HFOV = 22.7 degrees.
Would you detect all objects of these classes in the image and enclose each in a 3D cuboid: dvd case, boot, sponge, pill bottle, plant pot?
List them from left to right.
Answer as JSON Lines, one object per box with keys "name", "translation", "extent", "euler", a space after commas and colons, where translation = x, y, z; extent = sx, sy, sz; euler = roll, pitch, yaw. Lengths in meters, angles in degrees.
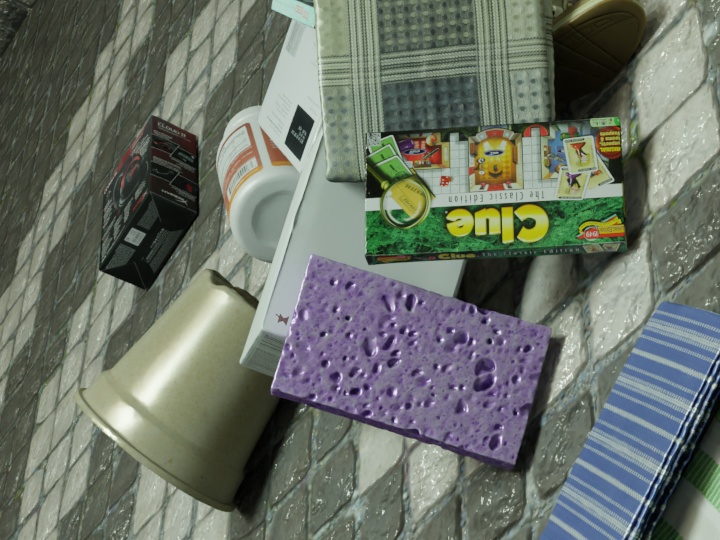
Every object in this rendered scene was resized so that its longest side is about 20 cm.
{"name": "plant pot", "translation": [-0.155, 0.108, 1.801], "extent": [0.184, 0.200, 0.200], "euler": [-54, 23, 1]}
{"name": "pill bottle", "translation": [-0.097, -0.100, 1.943], "extent": [0.113, 0.111, 0.201], "euler": [-58, 24, 20]}
{"name": "dvd case", "translation": [0.029, -0.222, 1.665], "extent": [0.146, 0.198, 0.022], "euler": [-140, 60, -67]}
{"name": "sponge", "translation": [0.038, 0.070, 1.378], "extent": [0.030, 0.198, 0.113], "euler": [89, -162, -75]}
{"name": "boot", "translation": [0.165, -0.209, 1.518], "extent": [0.200, 0.072, 0.156], "euler": [-44, 29, 43]}

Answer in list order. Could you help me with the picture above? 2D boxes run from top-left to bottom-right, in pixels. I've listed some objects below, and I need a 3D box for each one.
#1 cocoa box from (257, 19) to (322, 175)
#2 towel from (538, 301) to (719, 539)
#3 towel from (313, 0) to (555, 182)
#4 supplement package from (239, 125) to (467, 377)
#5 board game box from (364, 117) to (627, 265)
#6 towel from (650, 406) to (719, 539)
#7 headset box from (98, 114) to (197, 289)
{"name": "cocoa box", "translation": [-0.003, -0.160, 1.751], "extent": [0.135, 0.130, 0.200], "euler": [-69, 21, 13]}
{"name": "towel", "translation": [0.186, 0.118, 1.192], "extent": [0.201, 0.024, 0.145], "euler": [-63, 13, -2]}
{"name": "towel", "translation": [0.059, -0.171, 1.428], "extent": [0.035, 0.190, 0.203], "euler": [46, -140, -78]}
{"name": "supplement package", "translation": [0.000, 0.000, 1.520], "extent": [0.200, 0.146, 0.193], "euler": [130, 158, -76]}
{"name": "board game box", "translation": [0.102, -0.061, 1.366], "extent": [0.023, 0.197, 0.106], "euler": [64, -157, -69]}
{"name": "towel", "translation": [0.223, 0.161, 1.092], "extent": [0.201, 0.023, 0.153], "euler": [-63, 22, 11]}
{"name": "headset box", "translation": [-0.284, -0.099, 2.405], "extent": [0.149, 0.074, 0.201], "euler": [-53, 26, 29]}
